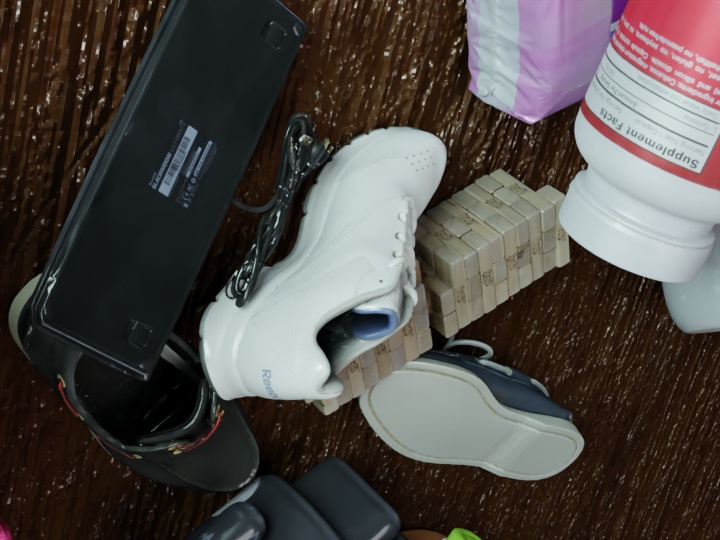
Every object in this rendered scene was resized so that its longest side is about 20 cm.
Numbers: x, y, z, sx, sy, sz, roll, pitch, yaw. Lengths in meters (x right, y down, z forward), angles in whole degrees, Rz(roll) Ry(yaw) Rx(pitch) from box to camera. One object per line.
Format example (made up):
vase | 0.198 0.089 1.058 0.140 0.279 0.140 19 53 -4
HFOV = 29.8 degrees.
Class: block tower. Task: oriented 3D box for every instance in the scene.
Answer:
block tower | 0.033 0.010 0.814 0.200 0.058 0.054 -29 133 -21

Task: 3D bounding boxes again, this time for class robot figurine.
robot figurine | -0.062 0.205 0.809 0.200 0.125 0.150 -39 101 -15

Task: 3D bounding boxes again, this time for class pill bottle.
pill bottle | 0.183 -0.099 0.718 0.112 0.112 0.200 -1 123 -41

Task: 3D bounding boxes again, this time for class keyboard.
keyboard | -0.077 -0.043 0.663 0.127 0.021 0.200 35 74 -43

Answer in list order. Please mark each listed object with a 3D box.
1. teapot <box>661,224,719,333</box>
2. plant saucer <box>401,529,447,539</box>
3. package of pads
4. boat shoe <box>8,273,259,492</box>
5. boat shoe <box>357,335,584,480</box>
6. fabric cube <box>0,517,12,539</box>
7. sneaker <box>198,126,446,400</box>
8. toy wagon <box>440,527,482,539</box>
teapot | 0.303 -0.037 0.953 0.197 0.200 0.146 -7 84 -1
plant saucer | 0.010 0.282 0.993 0.200 0.037 0.200 -23 131 -29
package of pads | 0.149 -0.179 0.770 0.200 0.076 0.121 -28 137 -23
boat shoe | -0.109 0.074 0.729 0.074 0.063 0.201 -47 139 -10
boat shoe | 0.069 0.083 0.887 0.200 0.062 0.075 18 121 -37
fabric cube | -0.272 0.030 0.453 0.196 0.200 0.200 -34 137 -20
sneaker | 0.000 0.000 0.734 0.200 0.087 0.075 -55 139 -29
toy wagon | 0.026 0.233 0.850 0.040 0.200 0.155 34 101 -4
